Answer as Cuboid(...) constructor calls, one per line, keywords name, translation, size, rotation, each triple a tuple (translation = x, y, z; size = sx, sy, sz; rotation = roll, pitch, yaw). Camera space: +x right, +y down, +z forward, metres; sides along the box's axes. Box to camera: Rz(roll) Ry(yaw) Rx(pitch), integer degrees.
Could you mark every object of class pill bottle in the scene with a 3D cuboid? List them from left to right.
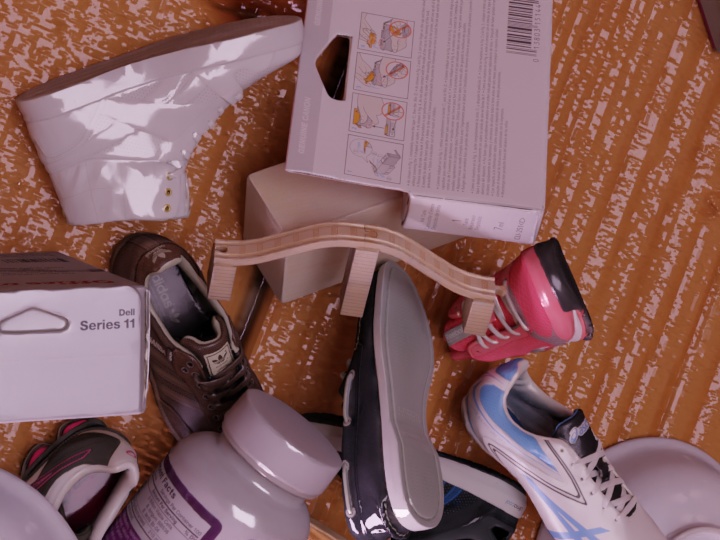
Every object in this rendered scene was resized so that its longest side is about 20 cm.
Cuboid(name="pill bottle", translation=(-0.105, 0.181, 1.408), size=(0.112, 0.112, 0.200), rotation=(36, 100, -22))

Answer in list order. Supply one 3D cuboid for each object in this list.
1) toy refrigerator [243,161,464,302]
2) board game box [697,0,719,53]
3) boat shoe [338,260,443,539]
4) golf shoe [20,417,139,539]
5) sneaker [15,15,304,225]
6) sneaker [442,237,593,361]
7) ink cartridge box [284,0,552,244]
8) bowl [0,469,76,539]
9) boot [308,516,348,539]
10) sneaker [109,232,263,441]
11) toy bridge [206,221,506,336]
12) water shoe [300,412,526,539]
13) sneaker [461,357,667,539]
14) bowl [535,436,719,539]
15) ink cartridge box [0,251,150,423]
Cuboid(name="toy refrigerator", translation=(0.020, -0.055, 1.475), size=(0.200, 0.070, 0.076), rotation=(-21, 147, -20))
Cuboid(name="board game box", translation=(0.345, -0.271, 1.607), size=(0.200, 0.064, 0.148), rotation=(-26, 106, -17))
Cuboid(name="boat shoe", translation=(0.012, 0.089, 1.441), size=(0.076, 0.060, 0.200), rotation=(37, 43, -45))
Cuboid(name="golf shoe", translation=(-0.226, 0.185, 1.398), size=(0.077, 0.088, 0.200), rotation=(42, 80, -23))
Cuboid(name="sneaker", translation=(-0.121, -0.097, 1.422), size=(0.200, 0.074, 0.116), rotation=(-20, 105, -7))
Cuboid(name="sneaker", translation=(0.105, 0.035, 1.471), size=(0.087, 0.200, 0.074), rotation=(-21, 80, -9))
Cuboid(name="ink cartridge box", translation=(0.042, -0.120, 1.447), size=(0.176, 0.045, 0.200), rotation=(8, 54, -3))
Cuboid(name="bowl", translation=(-0.275, 0.224, 1.325), size=(0.201, 0.090, 0.201), rotation=(1, 98, 6))
Cuboid(name="boot", translation=(-0.030, 0.272, 1.499), size=(0.201, 0.071, 0.144), rotation=(44, 75, -26))
Cuboid(name="sneaker", translation=(-0.110, 0.067, 1.440), size=(0.070, 0.076, 0.200), rotation=(-35, 107, -16))
Cuboid(name="toy bridge", translation=(0.000, 0.000, 1.397), size=(0.200, 0.027, 0.067), rotation=(8, 132, -7))
Cuboid(name="water shoe", translation=(0.031, 0.164, 1.514), size=(0.200, 0.071, 0.079), rotation=(21, 89, -23))
Cuboid(name="sneaker", translation=(0.157, 0.149, 1.517), size=(0.200, 0.072, 0.072), rotation=(46, 42, 3))
Cuboid(name="bowl", translation=(0.239, 0.234, 1.602), size=(0.201, 0.090, 0.201), rotation=(-3, 97, -24))
Cuboid(name="ink cartridge box", translation=(-0.230, 0.040, 1.317), size=(0.147, 0.200, 0.083), rotation=(-2, 97, -23))
